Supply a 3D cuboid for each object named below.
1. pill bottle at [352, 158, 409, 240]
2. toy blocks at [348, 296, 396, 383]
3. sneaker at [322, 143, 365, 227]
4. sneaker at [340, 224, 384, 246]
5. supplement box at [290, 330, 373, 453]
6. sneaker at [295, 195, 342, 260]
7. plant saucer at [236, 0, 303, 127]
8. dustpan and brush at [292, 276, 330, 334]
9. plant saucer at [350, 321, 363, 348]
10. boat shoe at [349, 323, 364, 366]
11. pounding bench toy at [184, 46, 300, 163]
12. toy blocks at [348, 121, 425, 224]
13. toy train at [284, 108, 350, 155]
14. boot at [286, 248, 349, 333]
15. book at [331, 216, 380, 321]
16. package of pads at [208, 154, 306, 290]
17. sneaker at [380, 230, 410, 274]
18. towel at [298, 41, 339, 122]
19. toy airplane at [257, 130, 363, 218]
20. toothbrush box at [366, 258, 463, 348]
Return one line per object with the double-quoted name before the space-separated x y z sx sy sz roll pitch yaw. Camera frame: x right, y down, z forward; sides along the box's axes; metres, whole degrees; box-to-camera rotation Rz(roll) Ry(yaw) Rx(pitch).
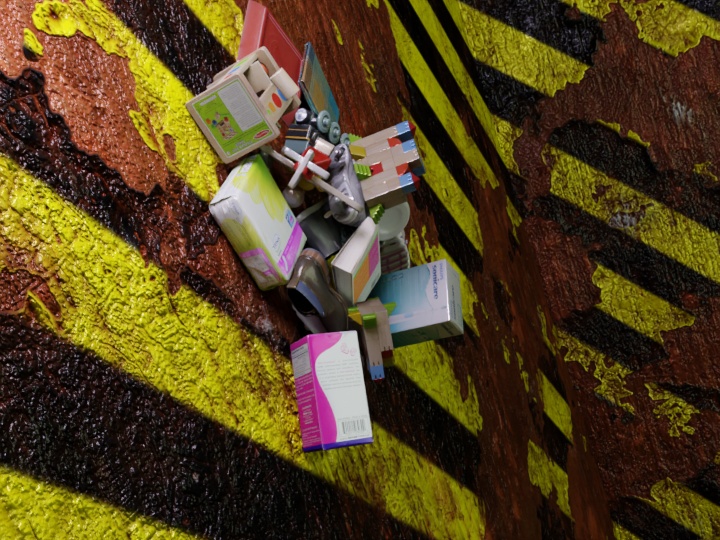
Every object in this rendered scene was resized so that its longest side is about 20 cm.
"pill bottle" 0.018 -0.163 1.720 0.112 0.112 0.200 47 4 -46
"toy blocks" 0.031 0.138 1.530 0.200 0.099 0.139 -123 -156 -82
"sneaker" -0.032 -0.170 1.595 0.082 0.074 0.202 34 40 -48
"sneaker" -0.016 -0.079 1.714 0.199 0.081 0.071 11 69 -63
"supplement box" -0.055 0.220 1.403 0.100 0.103 0.203 -2 77 -26
"sneaker" -0.065 -0.088 1.596 0.107 0.075 0.200 51 36 -1
"plant saucer" -0.177 -0.440 1.631 0.200 0.036 0.202 49 36 -46
"dustpan and brush" -0.079 0.064 1.552 0.140 0.057 0.201 52 39 -27
"plant saucer" 0.022 0.084 1.764 0.200 0.034 0.202 43 40 -51
"boat shoe" -0.027 0.187 1.555 0.075 0.073 0.202 49 36 -44
"pounding bench toy" -0.172 -0.311 1.361 0.125 0.198 0.157 56 31 -23
"toy blocks" 0.064 -0.207 1.541 0.100 0.135 0.202 56 17 -56
"toy train" -0.089 -0.266 1.664 0.200 0.084 0.115 36 68 -59
"boot" -0.083 0.069 1.418 0.097 0.074 0.201 -60 136 -46
"book" 0.000 0.000 1.597 0.134 0.048 0.201 -57 161 -27
"package of pads" -0.180 -0.083 1.388 0.201 0.068 0.155 61 27 -28
"sneaker" 0.086 -0.059 1.934 0.088 0.080 0.203 18 59 -70
"towel" -0.093 -0.393 1.756 0.201 0.021 0.148 63 24 -46
"toy airplane" -0.107 -0.178 1.474 0.198 0.142 0.200 13 28 -42
"toothbrush box" 0.116 0.077 1.692 0.085 0.198 0.148 39 42 -51
